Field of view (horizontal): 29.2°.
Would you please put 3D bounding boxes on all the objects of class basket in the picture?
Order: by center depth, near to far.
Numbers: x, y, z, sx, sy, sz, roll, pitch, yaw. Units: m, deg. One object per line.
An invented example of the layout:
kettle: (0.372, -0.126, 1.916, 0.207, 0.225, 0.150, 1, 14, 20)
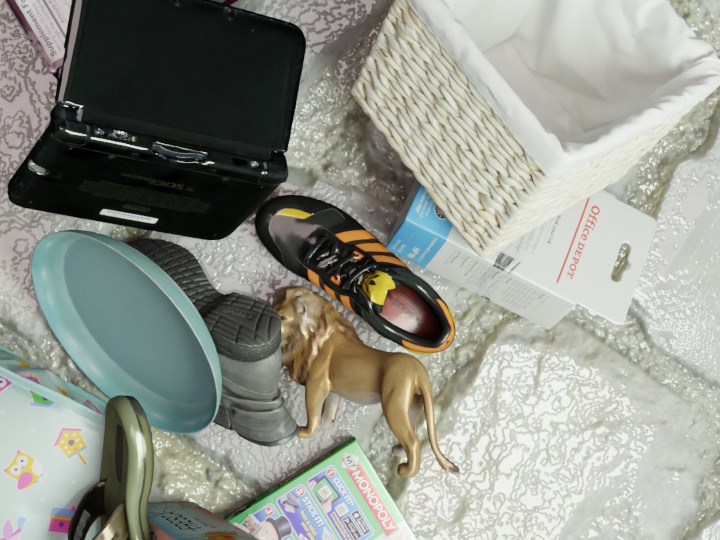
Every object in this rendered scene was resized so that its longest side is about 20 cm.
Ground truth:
basket: (0.134, -0.148, 1.090, 0.198, 0.161, 0.200, -29, 73, -32)

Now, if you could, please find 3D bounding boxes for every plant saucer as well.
plant saucer: (-0.184, 0.046, 1.112, 0.200, 0.200, 0.027, 48, 54, -3)

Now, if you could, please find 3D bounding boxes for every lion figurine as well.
lion figurine: (0.003, 0.089, 1.144, 0.200, 0.072, 0.123, 14, 101, 29)

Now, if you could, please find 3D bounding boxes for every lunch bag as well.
lunch bag: (-0.289, 0.159, 1.123, 0.200, 0.122, 0.170, 27, 87, -3)

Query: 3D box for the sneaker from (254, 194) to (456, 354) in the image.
sneaker: (0.000, 0.000, 1.163, 0.200, 0.090, 0.070, 36, 87, -4)

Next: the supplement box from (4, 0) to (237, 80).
supplement box: (-0.183, -0.242, 1.127, 0.200, 0.131, 0.103, -30, 93, -4)

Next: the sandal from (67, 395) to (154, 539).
sandal: (-0.198, 0.196, 1.065, 0.057, 0.080, 0.201, -2, 96, -34)

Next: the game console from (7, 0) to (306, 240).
game console: (-0.162, -0.123, 1.108, 0.200, 0.176, 0.116, 10, 58, -32)

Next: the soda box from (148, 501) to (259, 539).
soda box: (-0.137, 0.231, 1.095, 0.064, 0.200, 0.068, 1, 89, -22)

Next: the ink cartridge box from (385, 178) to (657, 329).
ink cartridge box: (0.137, -0.031, 1.169, 0.200, 0.068, 0.116, 27, 64, -4)

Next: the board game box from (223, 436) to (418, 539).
board game box: (-0.009, 0.264, 1.194, 0.135, 0.029, 0.200, -31, 92, -5)

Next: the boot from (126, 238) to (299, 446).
boot: (-0.137, 0.064, 1.153, 0.070, 0.200, 0.132, -32, 138, -29)
